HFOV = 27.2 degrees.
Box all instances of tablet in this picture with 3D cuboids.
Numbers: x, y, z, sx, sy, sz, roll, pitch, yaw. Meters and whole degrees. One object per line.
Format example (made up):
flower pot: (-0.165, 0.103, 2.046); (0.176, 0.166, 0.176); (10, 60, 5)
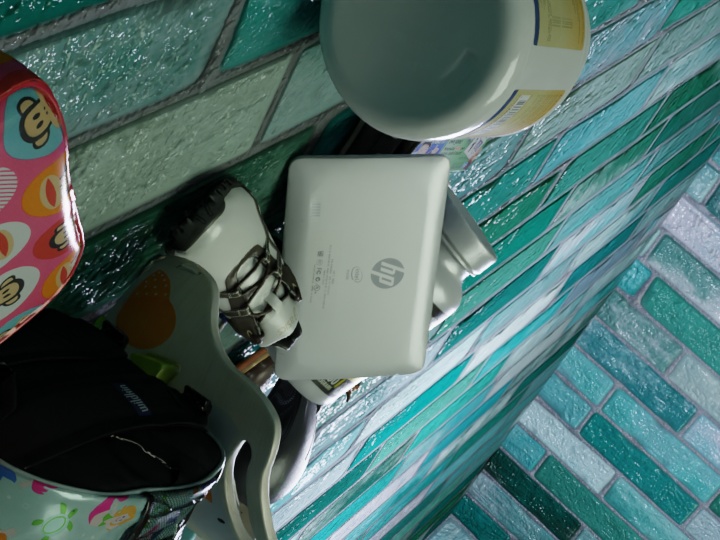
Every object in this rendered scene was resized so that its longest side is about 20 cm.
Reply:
tablet: (0.000, 0.000, 1.181); (0.128, 0.014, 0.202); (-2, 121, -13)

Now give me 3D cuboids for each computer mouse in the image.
computer mouse: (-0.061, 0.138, 1.365); (0.139, 0.052, 0.201); (87, 27, -53)

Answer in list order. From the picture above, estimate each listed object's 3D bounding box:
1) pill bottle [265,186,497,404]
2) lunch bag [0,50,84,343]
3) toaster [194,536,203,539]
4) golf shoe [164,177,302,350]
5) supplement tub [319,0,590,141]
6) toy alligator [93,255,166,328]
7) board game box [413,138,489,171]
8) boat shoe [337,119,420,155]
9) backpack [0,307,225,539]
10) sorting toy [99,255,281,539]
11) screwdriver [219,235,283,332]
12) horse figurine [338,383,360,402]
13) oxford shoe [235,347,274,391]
pill bottle: (0.013, 0.015, 1.268); (0.199, 0.113, 0.112); (-37, 168, 10)
lunch bag: (-0.213, -0.008, 0.664); (0.176, 0.082, 0.201); (-42, 165, -23)
toaster: (-0.198, 0.208, 1.166); (0.200, 0.114, 0.129); (-43, 151, -5)
golf shoe: (-0.079, 0.001, 1.075); (0.078, 0.094, 0.200); (-45, 164, -7)
supplement tub: (0.072, -0.161, 0.997); (0.145, 0.144, 0.200); (-53, 165, 19)
toy alligator: (-0.187, 0.079, 1.028); (0.200, 0.054, 0.059); (-47, 166, -8)
board game box: (0.093, -0.148, 1.336); (0.135, 0.029, 0.200); (-54, 165, 17)
boat shoe: (0.021, -0.094, 1.198); (0.067, 0.057, 0.201); (-37, 162, -44)
backpack: (-0.195, 0.108, 0.834); (0.151, 0.177, 0.200); (-55, 161, 8)
sorting toy: (-0.098, 0.120, 0.965); (0.106, 0.179, 0.202); (-25, 120, -32)
screwdriver: (-0.123, 0.050, 1.221); (0.200, 0.029, 0.028); (-51, 167, 22)
horse figurine: (0.022, 0.015, 1.415); (0.132, 0.050, 0.201); (-41, 156, -40)
oxford shoe: (-0.112, 0.150, 1.403); (0.071, 0.073, 0.201); (-34, 159, -44)
